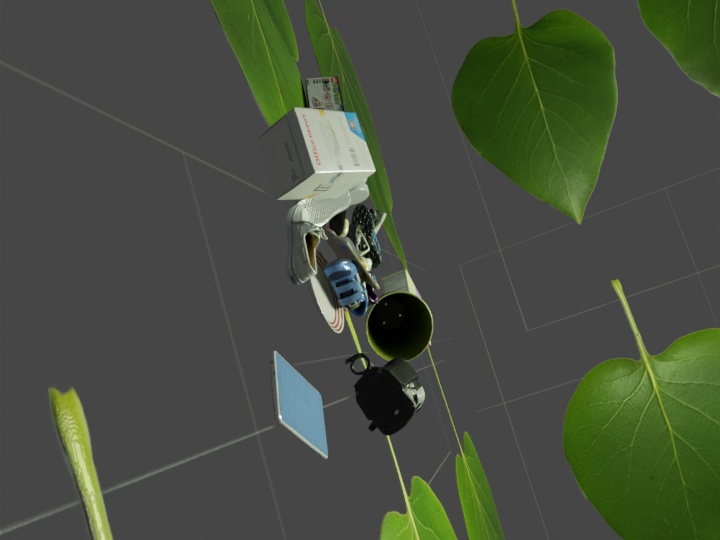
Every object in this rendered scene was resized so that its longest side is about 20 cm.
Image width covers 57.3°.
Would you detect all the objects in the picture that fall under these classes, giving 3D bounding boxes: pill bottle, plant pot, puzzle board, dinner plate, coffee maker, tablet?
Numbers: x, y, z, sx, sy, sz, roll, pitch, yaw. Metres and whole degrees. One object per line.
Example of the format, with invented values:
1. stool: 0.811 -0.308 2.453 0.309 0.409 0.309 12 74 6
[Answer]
1. pill bottle: -0.043 -0.309 1.980 0.116 0.113 0.205 38 36 -67
2. plant pot: 0.096 0.137 1.841 0.200 0.183 0.192 -123 -169 -82
3. puzzle board: -0.033 -0.041 1.602 0.152 0.017 0.199 55 -11 -30
4. dinner plate: -0.085 0.046 1.500 0.200 0.024 0.205 -20 91 -76
5. coffee maker: 0.068 0.271 1.575 0.200 0.132 0.197 -1 71 -77
6. tablet: -0.106 0.239 1.155 0.201 0.013 0.133 57 19 -51

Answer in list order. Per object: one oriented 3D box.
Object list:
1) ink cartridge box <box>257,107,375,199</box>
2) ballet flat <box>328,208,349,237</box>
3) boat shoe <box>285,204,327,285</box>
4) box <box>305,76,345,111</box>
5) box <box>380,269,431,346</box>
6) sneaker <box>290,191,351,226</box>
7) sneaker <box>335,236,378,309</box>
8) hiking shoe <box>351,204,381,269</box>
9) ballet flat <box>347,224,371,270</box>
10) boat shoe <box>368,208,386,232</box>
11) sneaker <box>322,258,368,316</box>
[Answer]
1. ink cartridge box: -0.097 -0.252 1.446 0.197 0.143 0.151 -9 76 -48
2. ballet flat: -0.048 -0.143 1.670 0.056 0.067 0.202 31 24 -25
3. boat shoe: -0.109 -0.068 1.389 0.075 0.084 0.206 50 28 -41
4. box: -0.106 -0.508 2.001 0.035 0.107 0.204 94 -11 -53
5. box: 0.150 0.137 2.199 0.177 0.094 0.204 56 20 -48
6. sneaker: -0.117 -0.147 1.567 0.199 0.103 0.077 -29 109 -48
7. sneaker: 0.000 0.000 1.736 0.073 0.087 0.205 -15 85 -39
8. hiking shoe: 0.016 -0.108 2.066 0.087 0.072 0.206 -85 164 -77
9. ballet flat: -0.005 -0.039 1.830 0.073 0.071 0.205 43 34 -63
10. boat shoe: 0.037 -0.157 2.252 0.067 0.073 0.201 32 27 -4
11. sneaker: -0.027 0.040 1.545 0.200 0.072 0.084 50 26 -56
